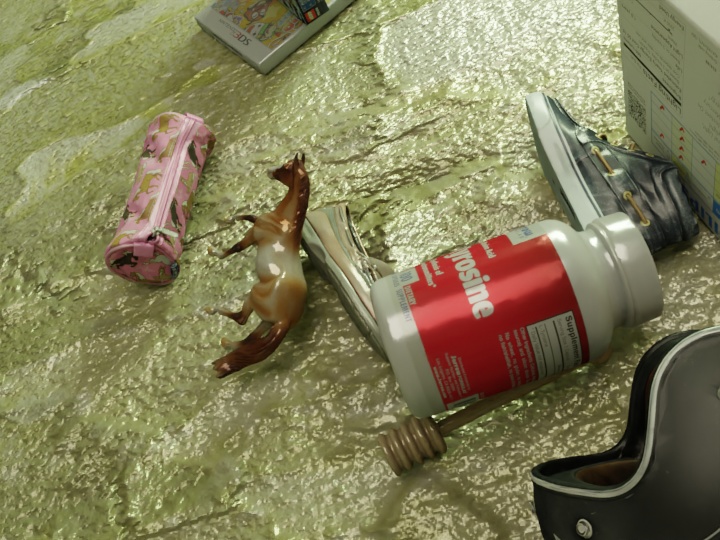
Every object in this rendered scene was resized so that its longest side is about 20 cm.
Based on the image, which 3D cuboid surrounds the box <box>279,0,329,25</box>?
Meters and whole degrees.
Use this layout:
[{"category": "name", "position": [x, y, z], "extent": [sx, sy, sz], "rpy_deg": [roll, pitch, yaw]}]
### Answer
[{"category": "box", "position": [-0.123, -0.410, 0.994], "extent": [0.040, 0.137, 0.200], "rpy_deg": [-36, 50, -6]}]

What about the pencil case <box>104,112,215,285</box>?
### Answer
[{"category": "pencil case", "position": [-0.218, -0.083, 0.873], "extent": [0.086, 0.083, 0.201], "rpy_deg": [-7, 54, 20]}]

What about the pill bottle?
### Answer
[{"category": "pill bottle", "position": [0.116, 0.029, 0.599], "extent": [0.199, 0.112, 0.112], "rpy_deg": [-20, 51, 3]}]

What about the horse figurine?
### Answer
[{"category": "horse figurine", "position": [-0.093, 0.002, 0.745], "extent": [0.132, 0.050, 0.201], "rpy_deg": [-14, 67, 36]}]

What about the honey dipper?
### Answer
[{"category": "honey dipper", "position": [0.109, 0.103, 0.633], "extent": [0.200, 0.038, 0.038], "rpy_deg": [-28, 51, 0]}]

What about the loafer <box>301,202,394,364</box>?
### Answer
[{"category": "loafer", "position": [0.000, 0.000, 0.731], "extent": [0.063, 0.072, 0.200], "rpy_deg": [-31, 47, -8]}]

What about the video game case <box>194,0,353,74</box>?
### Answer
[{"category": "video game case", "position": [-0.103, -0.364, 1.055], "extent": [0.200, 0.023, 0.182], "rpy_deg": [-42, 51, -8]}]

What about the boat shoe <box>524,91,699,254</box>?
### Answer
[{"category": "boat shoe", "position": [0.217, -0.091, 0.701], "extent": [0.091, 0.071, 0.201], "rpy_deg": [-21, 58, 7]}]

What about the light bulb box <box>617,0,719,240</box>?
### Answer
[{"category": "light bulb box", "position": [0.303, -0.146, 0.611], "extent": [0.125, 0.200, 0.199], "rpy_deg": [-26, 51, 3]}]

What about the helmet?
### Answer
[{"category": "helmet", "position": [0.210, 0.135, 0.467], "extent": [0.200, 0.200, 0.191], "rpy_deg": [29, 93, 36]}]
